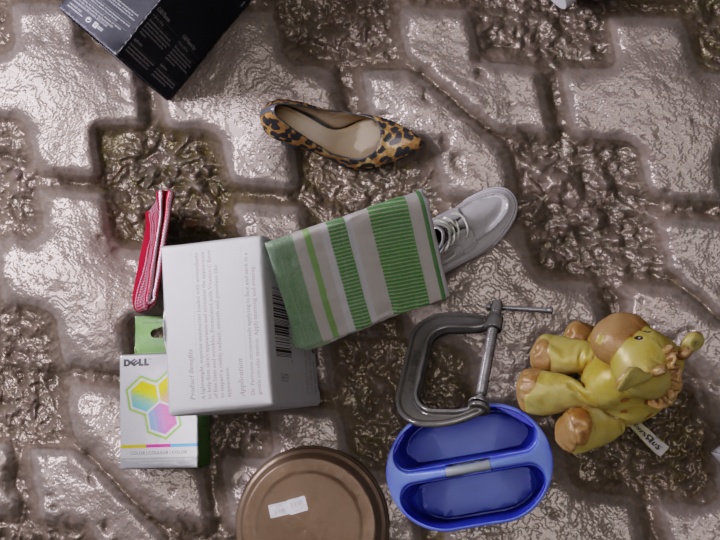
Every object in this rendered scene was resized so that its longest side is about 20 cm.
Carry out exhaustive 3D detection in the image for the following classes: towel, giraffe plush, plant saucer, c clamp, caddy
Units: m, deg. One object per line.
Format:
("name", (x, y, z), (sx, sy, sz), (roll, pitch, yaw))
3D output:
("towel", (0.000, 0.000, 1.286), (0.200, 0.023, 0.153), (-20, 118, -11))
("giraffe plush", (0.300, 0.118, 1.258), (0.200, 0.162, 0.173), (29, 57, 6))
("plant saucer", (-0.064, 0.323, 1.380), (0.200, 0.029, 0.200), (-1, 83, 9))
("c clamp", (0.131, 0.110, 1.336), (0.171, 0.027, 0.200), (5, 51, 22))
("towel", (-0.263, -0.021, 1.375), (0.022, 0.200, 0.145), (9, 83, -14))
("caddy", (0.132, 0.237, 1.322), (0.200, 0.105, 0.142), (-12, 82, 6))

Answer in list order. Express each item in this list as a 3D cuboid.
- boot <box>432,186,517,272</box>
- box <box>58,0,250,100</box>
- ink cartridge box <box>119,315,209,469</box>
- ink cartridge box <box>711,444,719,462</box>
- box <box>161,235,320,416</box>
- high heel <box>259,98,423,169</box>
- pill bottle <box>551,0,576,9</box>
("boot", (0.112, -0.040, 1.366), (0.200, 0.096, 0.074), (-38, 79, 2))
("box", (-0.258, -0.344, 1.407), (0.104, 0.200, 0.182), (40, 89, 12))
("ink cartridge box", (-0.252, 0.155, 1.412), (0.104, 0.059, 0.200), (-2, 82, 8))
("ink cartridge box", (0.517, 0.177, 1.254), (0.200, 0.146, 0.086), (-42, 81, 2))
("box", (-0.142, 0.073, 1.331), (0.131, 0.200, 0.199), (-6, 83, 13))
("high heel", (-0.024, -0.176, 1.380), (0.200, 0.143, 0.072), (5, 83, 9))
("pill bottle", (0.318, -0.418, 1.379), (0.200, 0.111, 0.111), (-38, 79, 3))
